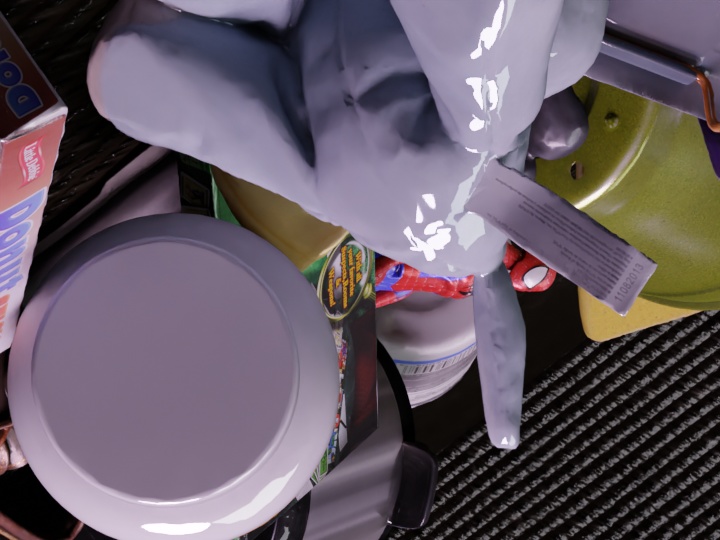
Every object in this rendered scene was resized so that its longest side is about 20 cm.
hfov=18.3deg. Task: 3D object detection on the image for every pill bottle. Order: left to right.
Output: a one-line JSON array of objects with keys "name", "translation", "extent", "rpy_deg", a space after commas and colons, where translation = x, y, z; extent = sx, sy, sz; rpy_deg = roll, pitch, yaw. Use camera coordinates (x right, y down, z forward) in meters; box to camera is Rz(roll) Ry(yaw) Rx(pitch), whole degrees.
[{"name": "pill bottle", "translation": [-0.063, 0.040, 0.774], "extent": [0.111, 0.111, 0.200], "rpy_deg": [-35, 177, -5]}, {"name": "pill bottle", "translation": [0.023, 0.019, 1.333], "extent": [0.114, 0.114, 0.200], "rpy_deg": [-34, 170, -13]}]

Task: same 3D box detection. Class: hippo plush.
[{"name": "hippo plush", "translation": [0.031, -0.091, 0.692], "extent": [0.159, 0.200, 0.161], "rpy_deg": [-55, 177, 41]}]

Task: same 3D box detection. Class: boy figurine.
[{"name": "boy figurine", "translation": [0.017, -0.050, 0.866], "extent": [0.124, 0.065, 0.200], "rpy_deg": [-40, 171, 30]}]

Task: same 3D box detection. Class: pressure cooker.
[{"name": "pressure cooker", "translation": [-0.069, 0.095, 1.188], "extent": [0.178, 0.176, 0.200], "rpy_deg": [-36, 168, 23]}]

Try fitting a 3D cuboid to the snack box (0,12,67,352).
[{"name": "snack box", "translation": [-0.127, -0.032, 0.684], "extent": [0.024, 0.072, 0.200], "rpy_deg": [-31, 169, -22]}]

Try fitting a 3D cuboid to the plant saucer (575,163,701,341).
[{"name": "plant saucer", "translation": [0.187, -0.083, 1.177], "extent": [0.199, 0.201, 0.048], "rpy_deg": [-18, 148, 34]}]

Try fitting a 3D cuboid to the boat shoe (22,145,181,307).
[{"name": "boat shoe", "translation": [-0.120, 0.013, 0.967], "extent": [0.200, 0.057, 0.067], "rpy_deg": [-40, 170, 18]}]

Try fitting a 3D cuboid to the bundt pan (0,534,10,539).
[{"name": "bundt pan", "translation": [-0.231, 0.143, 0.950], "extent": [0.201, 0.076, 0.202], "rpy_deg": [-1, 175, 0]}]

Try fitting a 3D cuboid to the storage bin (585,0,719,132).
[{"name": "storage bin", "translation": [0.184, -0.130, 0.875], "extent": [0.134, 0.199, 0.146], "rpy_deg": [129, -25, -56]}]

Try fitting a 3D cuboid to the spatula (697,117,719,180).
[{"name": "spatula", "translation": [0.165, -0.105, 0.957], "extent": [0.056, 0.201, 0.021], "rpy_deg": [22, 143, -27]}]

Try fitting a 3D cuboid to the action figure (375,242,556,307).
[{"name": "action figure", "translation": [0.000, 0.000, 1.085], "extent": [0.199, 0.052, 0.065], "rpy_deg": [-3, 156, -14]}]

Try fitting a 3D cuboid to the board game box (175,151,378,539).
[{"name": "board game box", "translation": [-0.031, 0.013, 0.944], "extent": [0.105, 0.023, 0.201], "rpy_deg": [-35, 137, -39]}]

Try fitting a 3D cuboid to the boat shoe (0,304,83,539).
[{"name": "boat shoe", "translation": [-0.148, 0.050, 0.884], "extent": [0.070, 0.070, 0.200], "rpy_deg": [-42, 155, -13]}]

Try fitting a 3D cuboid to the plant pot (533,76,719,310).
[{"name": "plant pot", "translation": [0.122, -0.083, 1.045], "extent": [0.200, 0.201, 0.193], "rpy_deg": [-41, 158, 25]}]
